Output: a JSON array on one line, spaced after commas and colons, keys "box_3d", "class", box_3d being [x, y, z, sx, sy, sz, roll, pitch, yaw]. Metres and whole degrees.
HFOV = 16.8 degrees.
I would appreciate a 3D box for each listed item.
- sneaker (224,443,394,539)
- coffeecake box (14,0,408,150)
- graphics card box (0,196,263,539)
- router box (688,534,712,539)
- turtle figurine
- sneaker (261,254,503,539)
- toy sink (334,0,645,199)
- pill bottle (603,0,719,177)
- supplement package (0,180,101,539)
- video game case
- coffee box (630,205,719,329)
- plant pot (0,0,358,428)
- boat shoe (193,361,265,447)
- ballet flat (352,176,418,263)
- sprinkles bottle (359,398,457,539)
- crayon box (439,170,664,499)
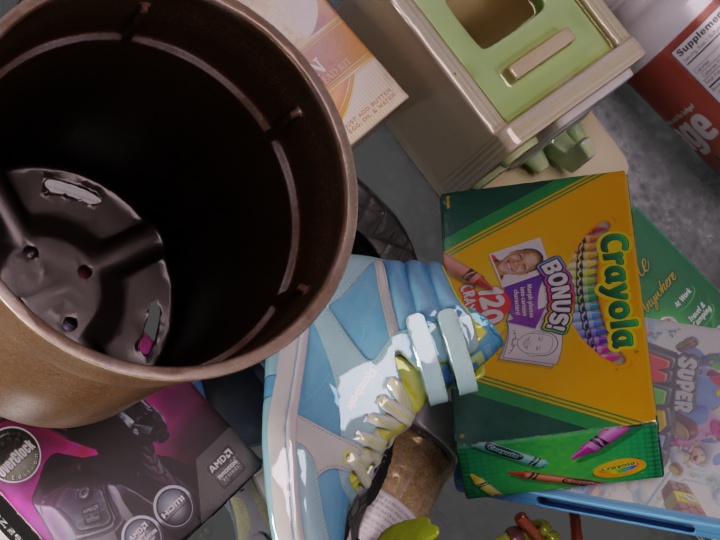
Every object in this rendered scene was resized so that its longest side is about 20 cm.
[{"box_3d": [-0.035, 0.120, 1.410, 0.081, 0.074, 0.200, 9, 58, 17], "class": "sneaker"}, {"box_3d": [-0.096, -0.129, 1.517, 0.153, 0.073, 0.200, -41, 90, -25], "class": "coffeecake box"}, {"box_3d": [-0.164, 0.075, 1.304, 0.125, 0.051, 0.200, -42, 93, -28], "class": "graphics card box"}, {"box_3d": [0.291, 0.143, 1.540, 0.200, 0.062, 0.150, 45, 66, -28], "class": "router box"}, {"box_3d": [0.062, 0.200, 1.456, 0.161, 0.064, 0.201, 37, 70, -51], "class": "turtle figurine"}, {"box_3d": [0.014, 0.077, 1.342, 0.130, 0.080, 0.201, -1, 68, 5], "class": "sneaker"}, {"box_3d": [0.094, -0.125, 1.568, 0.130, 0.112, 0.200, -35, 88, -26], "class": "toy sink"}, {"box_3d": [0.240, -0.142, 1.631, 0.200, 0.112, 0.112, 45, 63, -2], "class": "pill bottle"}, {"box_3d": [-0.211, 0.051, 1.387, 0.121, 0.120, 0.201, 18, 67, -17], "class": "supplement package"}, {"box_3d": [0.170, 0.089, 1.464, 0.199, 0.018, 0.143, 9, 52, 17], "class": "video game case"}, {"box_3d": [0.204, 0.069, 1.585, 0.200, 0.044, 0.123, 44, 64, -3], "class": "coffee box"}, {"box_3d": [-0.128, -0.017, 1.208, 0.200, 0.198, 0.201, 7, 70, -20], "class": "plant pot"}, {"box_3d": [-0.075, 0.012, 1.435, 0.068, 0.200, 0.084, -12, 36, 5], "class": "boat shoe"}, {"box_3d": [0.000, 0.000, 1.473, 0.057, 0.066, 0.200, -53, 129, -24], "class": "ballet flat"}, {"box_3d": [-0.004, 0.162, 1.460, 0.068, 0.068, 0.200, 34, 64, -8], "class": "sprinkles bottle"}, {"box_3d": [0.113, 0.037, 1.468, 0.118, 0.058, 0.200, -7, 49, 6], "class": "crayon box"}]
